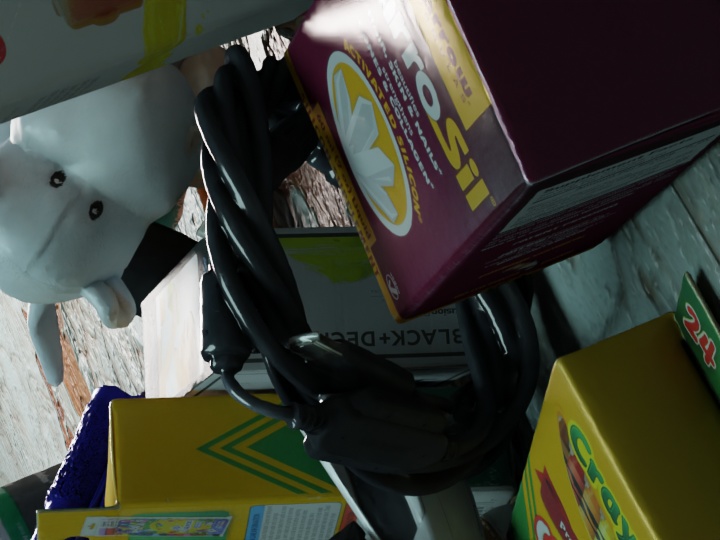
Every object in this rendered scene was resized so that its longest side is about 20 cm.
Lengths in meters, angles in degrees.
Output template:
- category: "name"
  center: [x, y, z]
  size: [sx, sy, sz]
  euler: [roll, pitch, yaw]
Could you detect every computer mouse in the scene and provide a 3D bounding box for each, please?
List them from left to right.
- category: "computer mouse"
  center: [0.036, 0.111, 1.151]
  size: [0.200, 0.044, 0.110]
  euler: [56, -178, 24]

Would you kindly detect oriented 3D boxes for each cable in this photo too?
- category: "cable"
  center: [0.000, 0.000, 1.102]
  size: [0.200, 0.051, 0.164]
  euler: [13, -124, -53]

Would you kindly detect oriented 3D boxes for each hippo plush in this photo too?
- category: "hippo plush"
  center: [-0.143, -0.055, 1.299]
  size: [0.159, 0.200, 0.161]
  euler: [39, -170, -6]

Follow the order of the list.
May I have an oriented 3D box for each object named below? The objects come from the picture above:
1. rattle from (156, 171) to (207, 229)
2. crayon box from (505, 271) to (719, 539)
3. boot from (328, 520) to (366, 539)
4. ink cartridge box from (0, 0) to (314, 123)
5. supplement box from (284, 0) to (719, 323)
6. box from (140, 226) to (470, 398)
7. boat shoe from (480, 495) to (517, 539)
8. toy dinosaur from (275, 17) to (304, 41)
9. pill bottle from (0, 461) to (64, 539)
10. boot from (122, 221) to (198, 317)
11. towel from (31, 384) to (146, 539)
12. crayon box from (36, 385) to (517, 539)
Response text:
- category: "rattle"
  center: [-0.096, -0.106, 1.483]
  size: [0.200, 0.130, 0.143]
  euler: [36, -141, -57]
- category: "crayon box"
  center: [0.109, 0.102, 1.057]
  size: [0.200, 0.051, 0.127]
  euler: [98, 148, -61]
- category: "boot"
  center: [0.035, 0.202, 1.183]
  size: [0.200, 0.068, 0.188]
  euler: [47, 162, 11]
- category: "ink cartridge box"
  center: [-0.090, -0.150, 1.123]
  size: [0.146, 0.199, 0.083]
  euler: [69, 165, -2]
- category: "supplement box"
  center: [0.047, -0.065, 0.978]
  size: [0.200, 0.085, 0.111]
  euler: [129, 118, -73]
- category: "box"
  center: [-0.024, 0.026, 1.284]
  size: [0.200, 0.116, 0.060]
  euler: [143, 125, -76]
- category: "boat shoe"
  center: [0.059, 0.166, 1.282]
  size: [0.075, 0.068, 0.200]
  euler: [55, 161, 36]
- category: "toy dinosaur"
  center: [-0.071, -0.183, 1.255]
  size: [0.136, 0.086, 0.201]
  euler: [91, 160, -70]
- category: "pill bottle"
  center: [-0.091, 0.133, 1.514]
  size: [0.113, 0.199, 0.113]
  euler: [59, 162, 33]
- category: "boot"
  center: [-0.118, -0.015, 1.440]
  size: [0.200, 0.066, 0.165]
  euler: [34, 164, -18]
- category: "towel"
  center: [-0.094, 0.165, 1.375]
  size: [0.148, 0.200, 0.049]
  euler: [39, 139, -22]
- category: "crayon box"
  center: [-0.041, 0.097, 1.283]
  size: [0.126, 0.199, 0.052]
  euler: [104, 162, -66]
